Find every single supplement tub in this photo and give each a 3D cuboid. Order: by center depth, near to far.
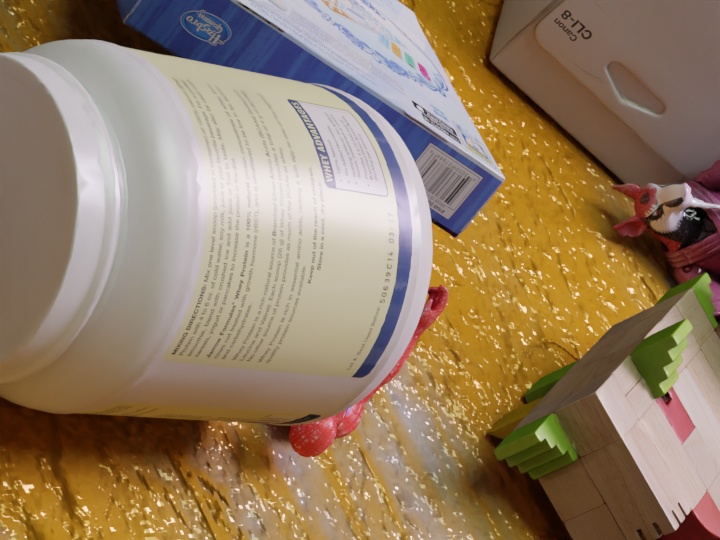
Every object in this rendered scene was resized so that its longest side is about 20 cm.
[{"bbox_3d":[-0.082,-0.013,1.108,0.199,0.145,0.146,7,50,-49],"label":"supplement tub"}]

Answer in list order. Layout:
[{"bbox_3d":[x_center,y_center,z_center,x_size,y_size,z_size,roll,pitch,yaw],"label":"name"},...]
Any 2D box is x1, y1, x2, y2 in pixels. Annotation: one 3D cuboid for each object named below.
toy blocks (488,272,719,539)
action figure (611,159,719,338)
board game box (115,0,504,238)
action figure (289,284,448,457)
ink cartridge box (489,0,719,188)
[{"bbox_3d":[0.152,0.101,1.355,0.137,0.100,0.200,60,30,-5],"label":"toy blocks"},{"bbox_3d":[0.234,-0.021,1.567,0.199,0.135,0.149,16,2,-6],"label":"action figure"},{"bbox_3d":[-0.038,-0.122,1.334,0.200,0.043,0.199,33,18,-26],"label":"board game box"},{"bbox_3d":[0.000,0.000,1.252,0.065,0.099,0.201,35,36,-23],"label":"action figure"},{"bbox_3d":[0.182,-0.167,1.619,0.145,0.145,0.200,39,33,-17],"label":"ink cartridge box"}]
